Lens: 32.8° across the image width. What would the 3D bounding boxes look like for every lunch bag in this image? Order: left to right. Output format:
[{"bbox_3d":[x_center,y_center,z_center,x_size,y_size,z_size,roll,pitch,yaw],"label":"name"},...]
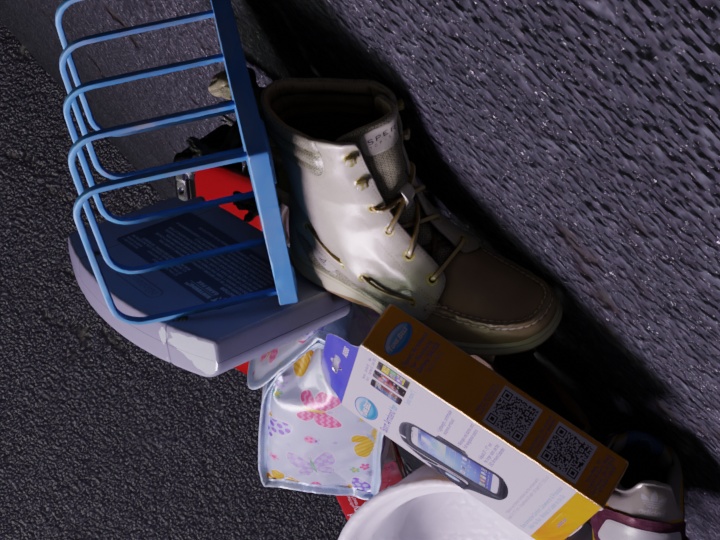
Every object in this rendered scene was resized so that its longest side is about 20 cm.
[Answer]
[{"bbox_3d":[-0.023,0.059,0.994,0.127,0.170,0.200,9,137,1],"label":"lunch bag"}]

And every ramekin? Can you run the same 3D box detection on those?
[{"bbox_3d":[0.085,0.235,0.926,0.200,0.200,0.098,46,-155,6],"label":"ramekin"}]

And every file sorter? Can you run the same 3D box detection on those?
[{"bbox_3d":[-0.125,-0.083,0.808,0.139,0.122,0.200,82,173,-50],"label":"file sorter"}]

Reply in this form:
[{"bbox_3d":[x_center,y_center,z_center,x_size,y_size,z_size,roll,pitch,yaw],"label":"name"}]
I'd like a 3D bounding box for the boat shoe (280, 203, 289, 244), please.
[{"bbox_3d":[0.000,0.000,1.101,0.060,0.072,0.200,38,172,49],"label":"boat shoe"}]

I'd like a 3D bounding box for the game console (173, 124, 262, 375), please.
[{"bbox_3d":[-0.103,-0.019,1.150,0.118,0.172,0.201,6,114,17],"label":"game console"}]

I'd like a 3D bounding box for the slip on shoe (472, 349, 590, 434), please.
[{"bbox_3d":[0.103,0.068,0.902,0.200,0.076,0.061,63,141,39],"label":"slip on shoe"}]

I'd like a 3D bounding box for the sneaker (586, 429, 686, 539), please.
[{"bbox_3d":[0.190,0.145,0.853,0.075,0.090,0.200,8,-164,-2],"label":"sneaker"}]

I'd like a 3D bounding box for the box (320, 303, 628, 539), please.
[{"bbox_3d":[0.065,0.098,0.794,0.200,0.042,0.119,36,156,9],"label":"box"}]

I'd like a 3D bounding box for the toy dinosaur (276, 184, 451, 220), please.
[{"bbox_3d":[0.016,-0.031,0.872,0.200,0.048,0.088,33,141,-2],"label":"toy dinosaur"}]

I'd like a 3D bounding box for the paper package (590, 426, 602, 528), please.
[{"bbox_3d":[0.130,0.155,1.053,0.200,0.103,0.191,47,172,5],"label":"paper package"}]

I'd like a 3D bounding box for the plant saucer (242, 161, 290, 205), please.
[{"bbox_3d":[-0.074,-0.030,1.220,0.200,0.031,0.200,51,155,35],"label":"plant saucer"}]

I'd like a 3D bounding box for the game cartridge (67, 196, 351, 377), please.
[{"bbox_3d":[-0.119,0.007,0.874,0.200,0.133,0.042,30,137,43],"label":"game cartridge"}]

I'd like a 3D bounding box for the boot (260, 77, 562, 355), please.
[{"bbox_3d":[0.030,-0.035,0.759,0.200,0.072,0.155,22,145,27],"label":"boot"}]

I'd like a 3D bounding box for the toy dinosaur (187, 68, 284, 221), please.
[{"bbox_3d":[-0.076,-0.093,0.956,0.200,0.088,0.048,45,161,25],"label":"toy dinosaur"}]

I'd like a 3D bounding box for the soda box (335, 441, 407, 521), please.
[{"bbox_3d":[0.015,0.206,1.140,0.200,0.063,0.070,72,-179,-50],"label":"soda box"}]
